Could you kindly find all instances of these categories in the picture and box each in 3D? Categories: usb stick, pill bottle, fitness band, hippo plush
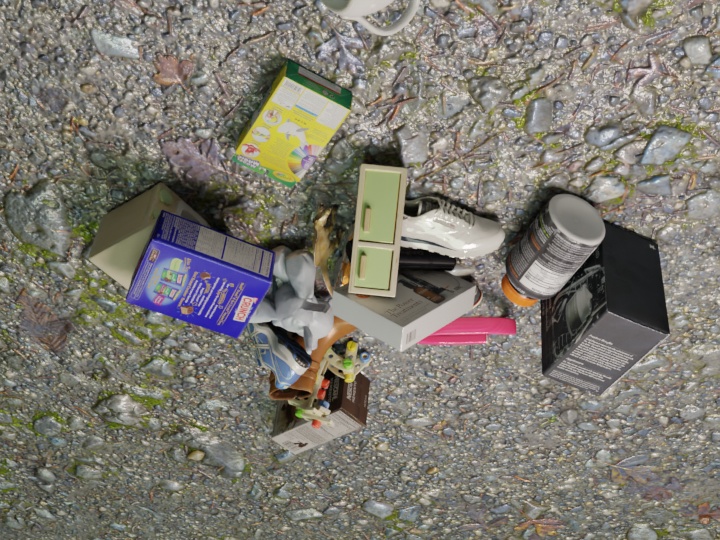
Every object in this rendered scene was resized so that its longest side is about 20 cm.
[{"bbox_3d":[0.070,-0.026,1.625,0.199,0.056,0.033,2,142,-27],"label":"usb stick"},{"bbox_3d":[0.306,-0.024,1.601,0.106,0.107,0.200,18,138,-13],"label":"pill bottle"},{"bbox_3d":[0.183,0.110,1.767,0.198,0.038,0.144,-2,170,3],"label":"fitness band"},{"bbox_3d":[-0.101,0.051,1.735,0.199,0.160,0.161,22,178,29],"label":"hippo plush"}]

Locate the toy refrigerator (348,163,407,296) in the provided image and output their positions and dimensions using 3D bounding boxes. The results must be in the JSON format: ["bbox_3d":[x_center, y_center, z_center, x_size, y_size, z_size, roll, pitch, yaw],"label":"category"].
[{"bbox_3d":[0.028,-0.062,1.529,0.075,0.202,0.070,6,180,2],"label":"toy refrigerator"}]

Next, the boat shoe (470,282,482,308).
[{"bbox_3d":[0.115,0.040,1.731,0.198,0.071,0.063,-3,135,17],"label":"boat shoe"}]

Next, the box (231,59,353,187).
[{"bbox_3d":[-0.108,-0.216,1.489,0.117,0.049,0.200,24,133,-19],"label":"box"}]

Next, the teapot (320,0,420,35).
[{"bbox_3d":[0.016,-0.409,1.182,0.145,0.199,0.200,-23,177,-20],"label":"teapot"}]

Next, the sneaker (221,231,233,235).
[{"bbox_3d":[-0.295,-0.009,1.723,0.106,0.075,0.200,18,138,-15],"label":"sneaker"}]

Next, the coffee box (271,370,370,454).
[{"bbox_3d":[-0.081,0.284,1.995,0.199,0.114,0.080,-28,128,32],"label":"coffee box"}]

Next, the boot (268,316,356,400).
[{"bbox_3d":[-0.088,0.156,1.819,0.199,0.156,0.077,-14,135,23],"label":"boot"}]

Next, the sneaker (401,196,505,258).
[{"bbox_3d":[0.140,-0.077,1.595,0.198,0.077,0.081,5,129,0],"label":"sneaker"}]

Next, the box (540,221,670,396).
[{"bbox_3d":[0.398,0.064,1.616,0.123,0.201,0.197,21,137,-14],"label":"box"}]

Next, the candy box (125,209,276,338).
[{"bbox_3d":[-0.257,0.010,1.573,0.199,0.077,0.169,21,135,-15],"label":"candy box"}]

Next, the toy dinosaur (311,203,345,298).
[{"bbox_3d":[-0.063,-0.040,1.633,0.058,0.101,0.201,5,133,11],"label":"toy dinosaur"}]

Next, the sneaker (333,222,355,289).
[{"bbox_3d":[0.000,0.000,1.697,0.077,0.079,0.200,6,142,-15],"label":"sneaker"}]

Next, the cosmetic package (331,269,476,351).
[{"bbox_3d":[0.073,0.048,1.607,0.150,0.199,0.052,24,124,34],"label":"cosmetic package"}]

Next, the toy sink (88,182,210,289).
[{"bbox_3d":[-0.336,-0.058,1.648,0.199,0.113,0.130,-24,131,30],"label":"toy sink"}]

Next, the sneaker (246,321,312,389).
[{"bbox_3d":[-0.172,0.136,1.791,0.076,0.200,0.077,22,108,-47],"label":"sneaker"}]

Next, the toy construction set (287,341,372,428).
[{"bbox_3d":[-0.069,0.221,1.877,0.130,0.201,0.092,18,140,11],"label":"toy construction set"}]
